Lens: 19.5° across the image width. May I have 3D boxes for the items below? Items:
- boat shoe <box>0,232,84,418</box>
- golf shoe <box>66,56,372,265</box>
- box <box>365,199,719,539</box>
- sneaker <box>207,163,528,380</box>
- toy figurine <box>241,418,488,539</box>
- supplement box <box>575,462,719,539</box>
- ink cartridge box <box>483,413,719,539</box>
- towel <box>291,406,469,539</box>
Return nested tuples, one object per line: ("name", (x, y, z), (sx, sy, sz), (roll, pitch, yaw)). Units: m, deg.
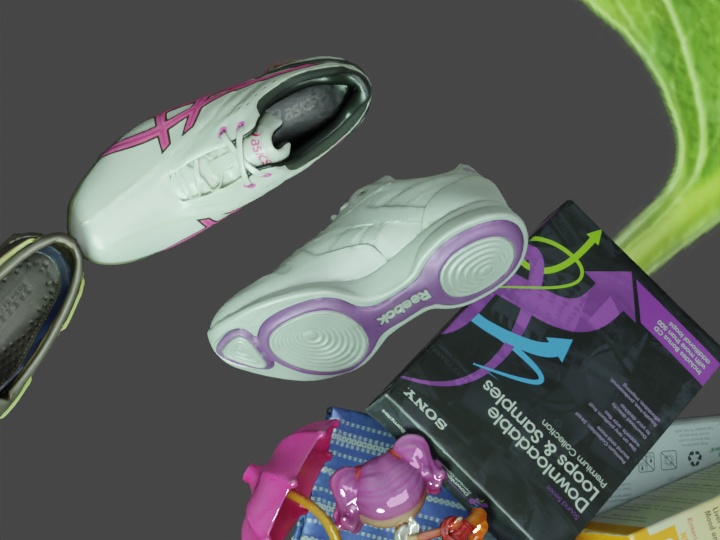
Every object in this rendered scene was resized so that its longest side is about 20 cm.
("boat shoe", (-0.224, 0.059, 1.175), (0.072, 0.060, 0.200), (41, 66, -12))
("golf shoe", (-0.083, -0.070, 1.228), (0.200, 0.092, 0.073), (-33, 99, -16))
("box", (0.117, 0.068, 1.276), (0.143, 0.036, 0.200), (44, 59, 1))
("sneaker", (0.000, 0.000, 1.271), (0.200, 0.100, 0.075), (-23, 131, -1))
("toy figurine", (0.016, 0.168, 1.202), (0.200, 0.150, 0.184), (-25, 86, -2))
("supplement box", (0.243, 0.184, 1.291), (0.200, 0.074, 0.126), (-20, 95, -26))
("ink cartridge box", (0.167, 0.196, 1.317), (0.196, 0.043, 0.200), (-3, 88, -25))
("towel", (0.021, 0.194, 1.284), (0.145, 0.024, 0.200), (16, 82, -18))
